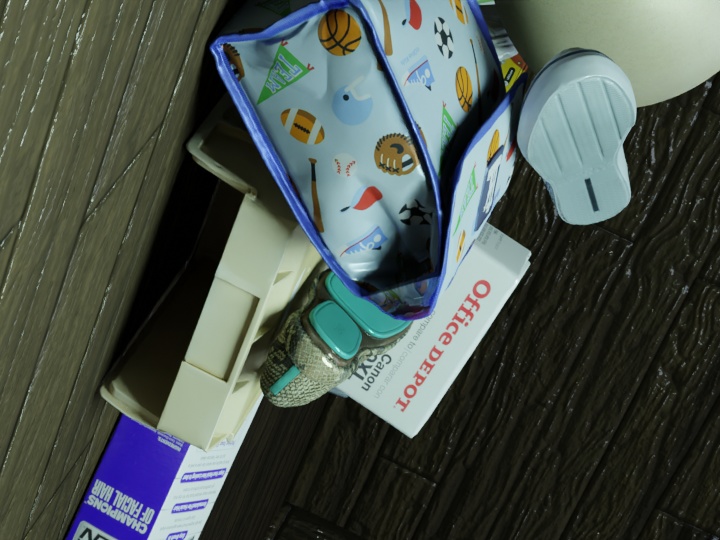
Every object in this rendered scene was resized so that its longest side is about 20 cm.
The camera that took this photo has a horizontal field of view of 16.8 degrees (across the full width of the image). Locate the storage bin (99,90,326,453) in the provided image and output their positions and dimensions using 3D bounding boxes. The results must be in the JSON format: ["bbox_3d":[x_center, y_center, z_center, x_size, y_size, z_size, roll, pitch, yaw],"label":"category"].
[{"bbox_3d":[-0.072,-0.019,1.558,0.201,0.093,0.199,-67,175,34],"label":"storage bin"}]

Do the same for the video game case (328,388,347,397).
[{"bbox_3d":[-0.032,-0.017,1.816,0.201,0.142,0.019,-66,-158,9],"label":"video game case"}]

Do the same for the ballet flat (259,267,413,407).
[{"bbox_3d":[-0.022,0.043,1.560,0.075,0.068,0.200,-43,179,21],"label":"ballet flat"}]

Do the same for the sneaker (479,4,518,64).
[{"bbox_3d":[0.043,-0.171,1.673,0.078,0.100,0.200,-25,179,38],"label":"sneaker"}]

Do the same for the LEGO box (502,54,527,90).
[{"bbox_3d":[0.030,-0.117,1.929,0.200,0.148,0.077,-62,176,-34],"label":"LEGO box"}]

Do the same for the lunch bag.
[{"bbox_3d":[0.021,-0.092,1.435,0.201,0.123,0.170,66,28,-18],"label":"lunch bag"}]

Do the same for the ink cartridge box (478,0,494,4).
[{"bbox_3d":[0.110,-0.247,1.842,0.059,0.199,0.104,40,44,-69],"label":"ink cartridge box"}]

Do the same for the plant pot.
[{"bbox_3d":[0.159,-0.224,1.588,0.134,0.200,0.201,37,76,-53],"label":"plant pot"}]

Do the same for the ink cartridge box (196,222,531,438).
[{"bbox_3d":[0.000,0.000,1.727,0.145,0.200,0.084,-57,179,15],"label":"ink cartridge box"}]

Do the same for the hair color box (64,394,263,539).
[{"bbox_3d":[-0.133,0.125,1.751,0.201,0.065,0.109,-67,164,5],"label":"hair color box"}]

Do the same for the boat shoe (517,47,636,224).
[{"bbox_3d":[0.126,-0.094,1.493,0.200,0.073,0.067,79,-6,-66],"label":"boat shoe"}]
